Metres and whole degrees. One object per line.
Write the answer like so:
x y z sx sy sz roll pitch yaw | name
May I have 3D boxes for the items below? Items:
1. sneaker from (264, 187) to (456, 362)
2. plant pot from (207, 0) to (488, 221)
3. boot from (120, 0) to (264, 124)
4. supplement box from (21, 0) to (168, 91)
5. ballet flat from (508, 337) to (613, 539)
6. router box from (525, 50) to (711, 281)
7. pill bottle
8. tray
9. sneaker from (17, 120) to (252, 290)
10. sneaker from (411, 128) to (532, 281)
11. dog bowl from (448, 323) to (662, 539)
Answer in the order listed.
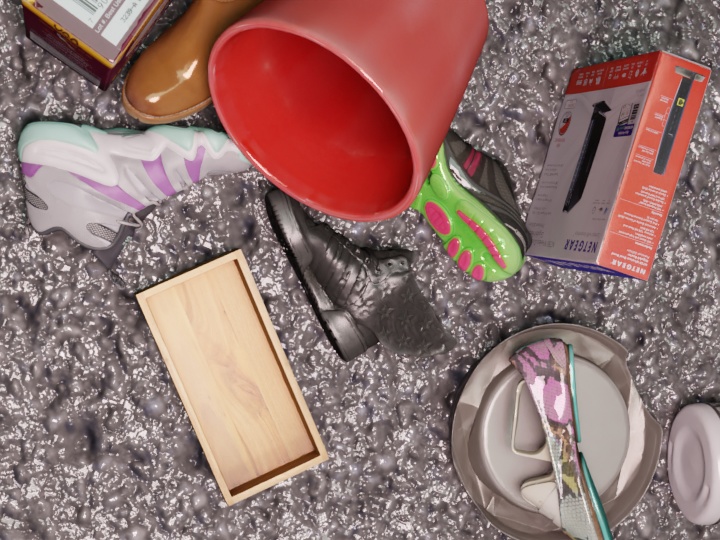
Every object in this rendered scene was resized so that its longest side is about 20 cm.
0.001 0.000 1.313 0.104 0.060 0.201 -28 103 -8 | sneaker
0.004 -0.171 1.212 0.200 0.200 0.178 43 58 -10 | plant pot
-0.114 -0.214 1.209 0.200 0.155 0.077 -36 78 -20 | boot
-0.203 -0.218 1.185 0.086 0.200 0.111 36 84 -10 | supplement box
0.168 0.160 1.297 0.071 0.069 0.201 -12 91 7 | ballet flat
0.213 -0.088 1.280 0.049 0.200 0.180 17 89 -13 | router box
0.395 0.175 1.376 0.199 0.111 0.112 0 92 -13 | pill bottle
-0.112 0.092 1.303 0.098 0.037 0.201 -24 98 -10 | tray
-0.189 -0.053 1.265 0.199 0.078 0.141 2 94 -3 | sneaker
0.083 -0.082 1.326 0.084 0.077 0.201 -27 86 -54 | sneaker
0.171 0.146 1.354 0.199 0.059 0.201 -1 93 -11 | dog bowl
